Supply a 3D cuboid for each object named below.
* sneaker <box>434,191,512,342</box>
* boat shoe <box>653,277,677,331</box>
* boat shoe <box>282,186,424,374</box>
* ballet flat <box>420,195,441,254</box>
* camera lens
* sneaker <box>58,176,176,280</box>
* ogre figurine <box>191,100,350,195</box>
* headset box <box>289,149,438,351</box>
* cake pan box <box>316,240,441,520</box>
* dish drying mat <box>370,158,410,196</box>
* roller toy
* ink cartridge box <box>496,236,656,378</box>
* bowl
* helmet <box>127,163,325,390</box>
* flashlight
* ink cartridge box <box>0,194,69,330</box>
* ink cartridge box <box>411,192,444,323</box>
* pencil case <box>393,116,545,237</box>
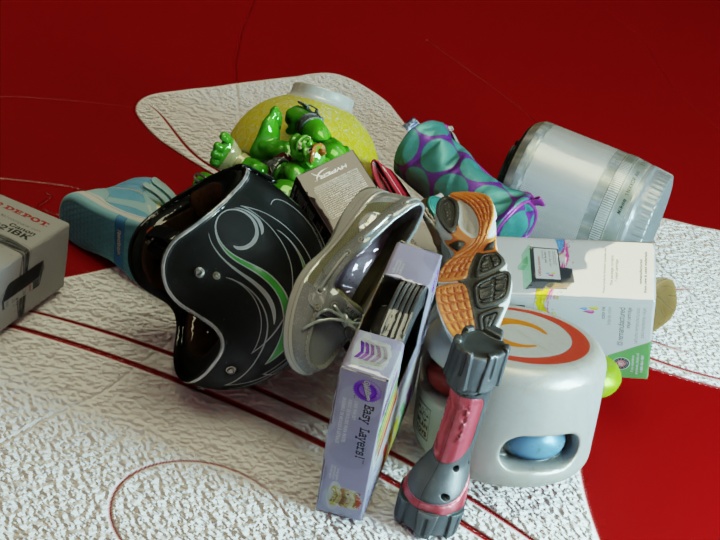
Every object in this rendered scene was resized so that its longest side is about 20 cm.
[{"bbox_3d":[0.114,0.016,1.496,0.075,0.092,0.201,-4,43,7],"label":"sneaker"},{"bbox_3d":[0.285,0.059,1.775,0.199,0.074,0.069,-21,21,-36],"label":"boat shoe"},{"bbox_3d":[-0.007,0.010,1.453,0.065,0.074,0.203,12,63,43],"label":"boat shoe"},{"bbox_3d":[0.135,-0.009,1.693,0.199,0.067,0.068,31,35,-15],"label":"ballet flat"},{"bbox_3d":[0.276,-0.087,1.921,0.199,0.161,0.160,23,30,15],"label":"camera lens"},{"bbox_3d":[-0.227,-0.048,1.705,0.199,0.080,0.130,31,34,25],"label":"sneaker"},{"bbox_3d":[-0.085,-0.118,1.706,0.119,0.099,0.200,27,24,22],"label":"ogre figurine"},{"bbox_3d":[0.000,0.000,1.584,0.077,0.149,0.201,-27,74,-21],"label":"headset box"},{"bbox_3d":[0.018,0.099,1.402,0.052,0.201,0.185,16,40,7],"label":"cake pan box"},{"bbox_3d":[0.044,-0.096,1.850,0.077,0.018,0.200,60,7,4],"label":"dish drying mat"},{"bbox_3d":[0.144,0.127,1.509,0.199,0.141,0.182,16,22,21],"label":"roller toy"},{"bbox_3d":[0.213,0.040,1.628,0.199,0.145,0.084,2,53,9],"label":"ink cartridge box"},{"bbox_3d":[-0.060,-0.170,1.880,0.199,0.108,0.200,18,-1,0],"label":"bowl"},{"bbox_3d":[-0.124,0.015,1.512,0.191,0.199,0.200,56,12,-19],"label":"helmet"},{"bbox_3d":[0.082,0.149,1.378,0.068,0.201,0.068,3,32,-18],"label":"flashlight"},{"bbox_3d":[-0.409,-0.004,1.536,0.144,0.084,0.200,22,29,14],"label":"ink cartridge box"},{"bbox_3d":[0.085,-0.015,1.765,0.117,0.068,0.200,48,36,8],"label":"ink cartridge box"},{"bbox_3d":[0.128,-0.105,1.860,0.200,0.092,0.085,44,-1,32],"label":"pencil case"}]
